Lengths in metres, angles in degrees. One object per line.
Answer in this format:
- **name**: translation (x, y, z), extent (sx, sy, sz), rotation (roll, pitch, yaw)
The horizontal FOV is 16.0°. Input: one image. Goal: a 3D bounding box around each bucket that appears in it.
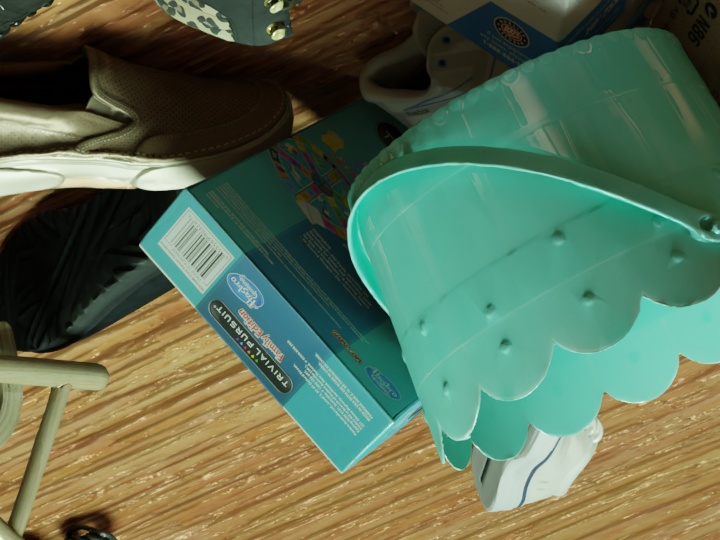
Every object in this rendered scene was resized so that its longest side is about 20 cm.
- **bucket**: translation (0.098, -0.010, 1.189), extent (0.206, 0.135, 0.207), rotation (-24, 166, -7)

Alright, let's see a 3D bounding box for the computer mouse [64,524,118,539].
- **computer mouse**: translation (-0.266, 0.221, 1.755), extent (0.199, 0.053, 0.139), rotation (-14, 151, -16)

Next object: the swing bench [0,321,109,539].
- **swing bench**: translation (-0.282, 0.076, 1.375), extent (0.200, 0.131, 0.198), rotation (29, 159, -37)

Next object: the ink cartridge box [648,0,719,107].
- **ink cartridge box**: translation (0.220, -0.125, 1.271), extent (0.164, 0.075, 0.200), rotation (-27, 158, -32)

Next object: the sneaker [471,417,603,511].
- **sneaker**: translation (0.122, 0.095, 1.667), extent (0.070, 0.073, 0.200), rotation (-13, 158, -14)

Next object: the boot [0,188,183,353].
- **boot**: translation (-0.089, -0.001, 1.427), extent (0.167, 0.077, 0.200), rotation (8, 154, -40)

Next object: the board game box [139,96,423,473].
- **board game box**: translation (0.000, 0.000, 1.300), extent (0.047, 0.151, 0.200), rotation (-46, 172, 33)

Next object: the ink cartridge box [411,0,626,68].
- **ink cartridge box**: translation (0.069, -0.187, 1.138), extent (0.067, 0.116, 0.200), rotation (-45, 161, -27)

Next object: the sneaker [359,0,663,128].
- **sneaker**: translation (0.075, -0.126, 1.293), extent (0.086, 0.075, 0.200), rotation (22, 135, -32)

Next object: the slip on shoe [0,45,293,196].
- **slip on shoe**: translation (-0.131, -0.083, 1.301), extent (0.199, 0.076, 0.061), rotation (-5, 123, -11)

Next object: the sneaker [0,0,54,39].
- **sneaker**: translation (-0.188, -0.125, 1.206), extent (0.198, 0.060, 0.104), rotation (-4, 141, 16)

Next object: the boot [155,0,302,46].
- **boot**: translation (-0.024, -0.157, 1.155), extent (0.202, 0.074, 0.154), rotation (21, 155, 14)
